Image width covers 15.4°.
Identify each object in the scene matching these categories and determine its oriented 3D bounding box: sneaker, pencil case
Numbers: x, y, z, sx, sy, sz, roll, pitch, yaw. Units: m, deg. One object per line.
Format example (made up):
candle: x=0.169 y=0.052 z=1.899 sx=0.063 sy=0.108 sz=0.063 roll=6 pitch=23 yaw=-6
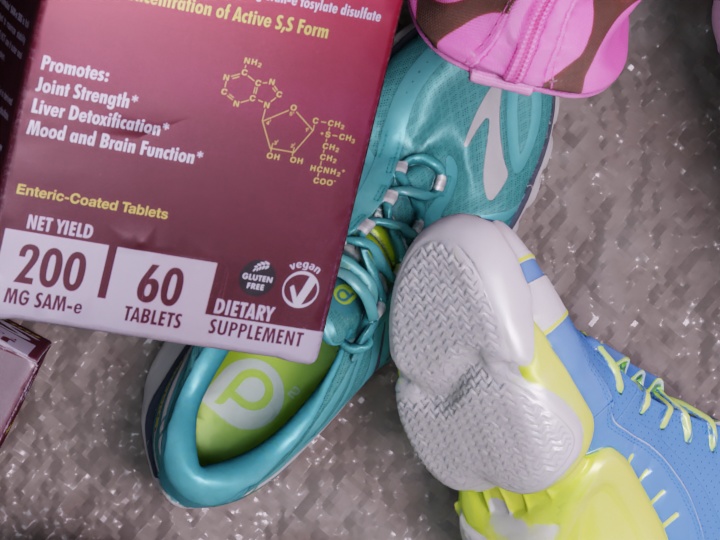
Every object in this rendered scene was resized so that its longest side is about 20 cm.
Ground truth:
sneaker: x=0.078 y=0.055 z=0.885 sx=0.105 sy=0.076 sz=0.201 roll=-34 pitch=121 yaw=-31
sneaker: x=0.000 y=0.000 z=0.884 sx=0.077 sy=0.080 sz=0.200 roll=35 pitch=93 yaw=-4
pencil case: x=0.085 y=-0.136 z=0.780 sx=0.090 sy=0.094 sz=0.200 roll=16 pitch=131 yaw=-19

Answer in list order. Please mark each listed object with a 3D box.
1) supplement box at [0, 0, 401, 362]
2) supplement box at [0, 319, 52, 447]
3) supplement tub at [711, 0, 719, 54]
supplement box: x=-0.047 y=-0.082 z=0.780 sx=0.108 sy=0.061 sz=0.201 roll=9 pitch=103 yaw=-21
supplement box: x=-0.196 y=0.091 z=0.896 sx=0.108 sy=0.061 sz=0.201 roll=28 pitch=95 yaw=-4
supplement tub: x=0.198 y=-0.053 z=0.853 sx=0.144 sy=0.145 sz=0.201 roll=-22 pitch=95 yaw=0
